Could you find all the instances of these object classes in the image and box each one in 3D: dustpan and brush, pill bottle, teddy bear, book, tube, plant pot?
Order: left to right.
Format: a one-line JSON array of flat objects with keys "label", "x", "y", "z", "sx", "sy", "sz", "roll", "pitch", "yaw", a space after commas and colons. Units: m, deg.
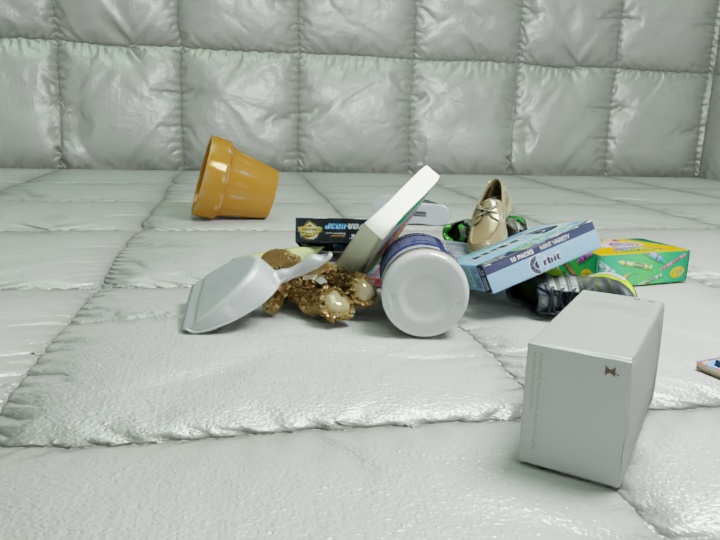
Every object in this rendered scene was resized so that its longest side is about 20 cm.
[{"label": "plant pot", "x": -0.309, "y": -0.214, "z": 1.710, "sx": 0.182, "sy": 0.201, "sz": 0.200, "roll": 15, "pitch": 9, "yaw": -18}, {"label": "dustpan and brush", "x": -0.132, "y": 0.014, "z": 0.898, "sx": 0.200, "sy": 0.057, "sz": 0.140, "roll": -32, "pitch": 25, "yaw": 9}, {"label": "tube", "x": -0.140, "y": -0.013, "z": 1.135, "sx": 0.058, "sy": 0.052, "sz": 0.200, "roll": 23, "pitch": 20, "yaw": 25}, {"label": "teddy bear", "x": -0.068, "y": 0.028, "z": 0.957, "sx": 0.199, "sy": 0.067, "sz": 0.145, "roll": 9, "pitch": 33, "yaw": 24}, {"label": "book", "x": 0.033, "y": -0.058, "z": 0.989, "sx": 0.134, "sy": 0.048, "sz": 0.200, "roll": -46, "pitch": -5, "yaw": -24}, {"label": "pill bottle", "x": 0.081, "y": 0.008, "z": 0.934, "sx": 0.110, "sy": 0.112, "sz": 0.200, "roll": 2, "pitch": 13, "yaw": 0}]

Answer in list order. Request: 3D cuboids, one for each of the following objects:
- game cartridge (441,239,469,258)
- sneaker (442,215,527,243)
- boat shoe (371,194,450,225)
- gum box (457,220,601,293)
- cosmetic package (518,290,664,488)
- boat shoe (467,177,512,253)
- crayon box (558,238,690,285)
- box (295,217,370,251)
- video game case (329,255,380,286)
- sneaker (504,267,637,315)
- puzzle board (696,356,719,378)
[{"label": "game cartridge", "x": 0.200, "y": -0.021, "z": 1.247, "sx": 0.199, "sy": 0.041, "sz": 0.133, "roll": 9, "pitch": 12, "yaw": 30}, {"label": "sneaker", "x": 0.240, "y": -0.064, "z": 1.321, "sx": 0.085, "sy": 0.078, "sz": 0.200, "roll": 0, "pitch": -2, "yaw": -36}, {"label": "boat shoe", "x": 0.129, "y": -0.156, "z": 1.732, "sx": 0.199, "sy": 0.072, "sz": 0.068, "roll": 5, "pitch": 15, "yaw": 3}, {"label": "gum box", "x": 0.234, "y": -0.021, "z": 1.021, "sx": 0.169, "sy": 0.045, "sz": 0.200, "roll": -22, "pitch": 3, "yaw": -7}, {"label": "cosmetic package", "x": 0.212, "y": 0.092, "z": 0.606, "sx": 0.084, "sy": 0.108, "sz": 0.200, "roll": 9, "pitch": 14, "yaw": 29}, {"label": "boat shoe", "x": 0.231, "y": -0.098, "z": 1.237, "sx": 0.072, "sy": 0.065, "sz": 0.200, "roll": -5, "pitch": 34, "yaw": 29}, {"label": "crayon box", "x": 0.457, "y": -0.016, "z": 1.201, "sx": 0.199, "sy": 0.059, "sz": 0.119, "roll": -3, "pitch": 14, "yaw": -22}, {"label": "box", "x": -0.035, "y": -0.064, "z": 1.259, "sx": 0.158, "sy": 0.046, "sz": 0.200, "roll": 1, "pitch": -3, "yaw": -2}, {"label": "video game case", "x": 0.000, "y": 0.000, "z": 1.165, "sx": 0.199, "sy": 0.018, "sz": 0.143, "roll": 4, "pitch": 13, "yaw": 13}, {"label": "sneaker", "x": 0.287, "y": 0.040, "z": 0.944, "sx": 0.081, "sy": 0.074, "sz": 0.200, "roll": -16, "pitch": 13, "yaw": -34}, {"label": "puzzle board", "x": 0.489, "y": 0.120, "z": 0.719, "sx": 0.150, "sy": 0.017, "sz": 0.200, "roll": -5, "pitch": 15, "yaw": -25}]
